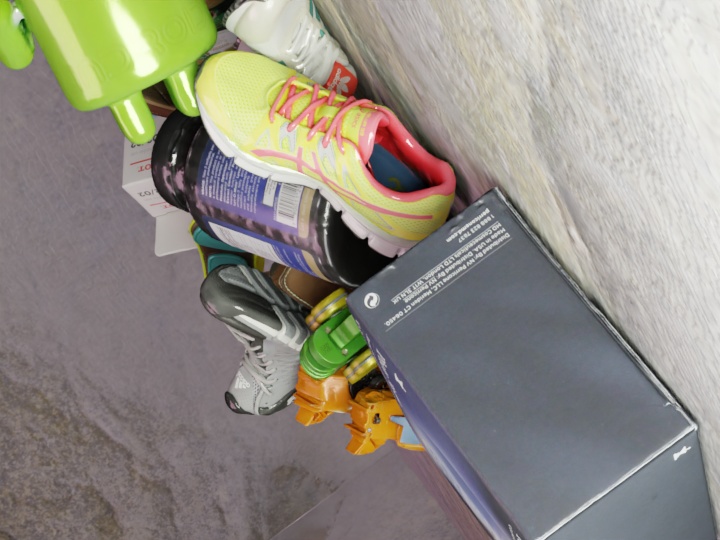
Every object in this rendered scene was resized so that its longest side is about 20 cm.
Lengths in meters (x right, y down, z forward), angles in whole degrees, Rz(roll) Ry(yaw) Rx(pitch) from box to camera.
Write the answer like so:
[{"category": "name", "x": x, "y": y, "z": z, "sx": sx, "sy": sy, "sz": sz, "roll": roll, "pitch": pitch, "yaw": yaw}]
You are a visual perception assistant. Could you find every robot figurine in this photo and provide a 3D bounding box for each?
[{"category": "robot figurine", "x": -0.172, "y": -0.189, "z": 1.257, "sx": 0.202, "sy": 0.174, "sz": 0.116, "roll": 64, "pitch": 176, "yaw": -14}, {"category": "robot figurine", "x": 0.052, "y": 0.108, "z": 1.489, "sx": 0.198, "sy": 0.059, "sz": 0.145, "roll": 4, "pitch": -167, "yaw": -38}]

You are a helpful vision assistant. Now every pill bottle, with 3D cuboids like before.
[{"category": "pill bottle", "x": -0.060, "y": -0.065, "z": 1.376, "sx": 0.199, "sy": 0.112, "sz": 0.112, "roll": 20, "pitch": 153, "yaw": 39}]

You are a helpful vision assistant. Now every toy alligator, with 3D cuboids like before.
[{"category": "toy alligator", "x": -0.022, "y": 0.059, "z": 1.364, "sx": 0.060, "sy": 0.054, "sz": 0.200, "roll": 53, "pitch": 168, "yaw": 4}]

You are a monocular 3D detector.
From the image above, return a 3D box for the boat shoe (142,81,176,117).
[{"category": "boat shoe", "x": -0.143, "y": -0.153, "z": 1.614, "sx": 0.199, "sy": 0.067, "sz": 0.073, "roll": -1, "pitch": -117, "yaw": -46}]

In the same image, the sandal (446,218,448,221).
[{"category": "sandal", "x": 0.048, "y": -0.006, "z": 1.405, "sx": 0.080, "sy": 0.057, "sz": 0.201, "roll": 57, "pitch": 175, "yaw": -25}]

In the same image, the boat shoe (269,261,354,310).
[{"category": "boat shoe", "x": 0.024, "y": 0.026, "z": 1.459, "sx": 0.199, "sy": 0.076, "sz": 0.074, "roll": 19, "pitch": -158, "yaw": -33}]

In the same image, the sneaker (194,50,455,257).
[{"category": "sneaker", "x": -0.017, "y": -0.092, "z": 1.229, "sx": 0.199, "sy": 0.079, "sz": 0.090, "roll": 31, "pitch": 151, "yaw": -5}]

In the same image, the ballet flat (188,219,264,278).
[{"category": "ballet flat", "x": -0.108, "y": -0.037, "z": 1.556, "sx": 0.200, "sy": 0.066, "sz": 0.068, "roll": 100, "pitch": 176, "yaw": -70}]

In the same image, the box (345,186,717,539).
[{"category": "box", "x": 0.107, "y": 0.094, "z": 1.128, "sx": 0.199, "sy": 0.123, "sz": 0.200, "roll": 51, "pitch": 174, "yaw": 30}]

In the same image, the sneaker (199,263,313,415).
[{"category": "sneaker", "x": -0.081, "y": 0.068, "z": 1.482, "sx": 0.199, "sy": 0.116, "sz": 0.075, "roll": 21, "pitch": -153, "yaw": -53}]

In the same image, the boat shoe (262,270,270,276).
[{"category": "boat shoe", "x": -0.005, "y": 0.046, "z": 1.616, "sx": 0.198, "sy": 0.062, "sz": 0.073, "roll": 12, "pitch": 166, "yaw": 14}]

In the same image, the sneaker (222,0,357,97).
[{"category": "sneaker", "x": -0.040, "y": -0.159, "z": 1.298, "sx": 0.093, "sy": 0.071, "sz": 0.200, "roll": 35, "pitch": 170, "yaw": 3}]

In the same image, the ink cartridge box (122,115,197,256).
[{"category": "ink cartridge box", "x": -0.156, "y": -0.125, "z": 1.731, "sx": 0.068, "sy": 0.114, "sz": 0.202, "roll": 46, "pitch": -143, "yaw": -55}]

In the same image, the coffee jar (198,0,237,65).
[{"category": "coffee jar", "x": -0.127, "y": -0.220, "z": 1.481, "sx": 0.200, "sy": 0.084, "sz": 0.105, "roll": 66, "pitch": -172, "yaw": -62}]
